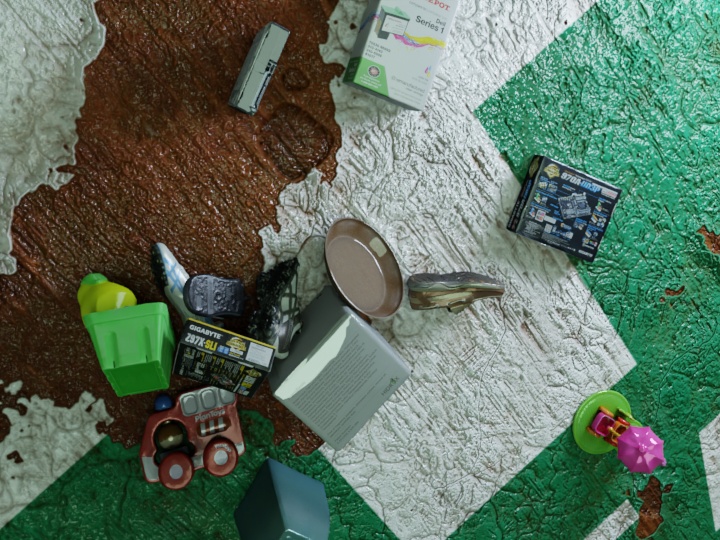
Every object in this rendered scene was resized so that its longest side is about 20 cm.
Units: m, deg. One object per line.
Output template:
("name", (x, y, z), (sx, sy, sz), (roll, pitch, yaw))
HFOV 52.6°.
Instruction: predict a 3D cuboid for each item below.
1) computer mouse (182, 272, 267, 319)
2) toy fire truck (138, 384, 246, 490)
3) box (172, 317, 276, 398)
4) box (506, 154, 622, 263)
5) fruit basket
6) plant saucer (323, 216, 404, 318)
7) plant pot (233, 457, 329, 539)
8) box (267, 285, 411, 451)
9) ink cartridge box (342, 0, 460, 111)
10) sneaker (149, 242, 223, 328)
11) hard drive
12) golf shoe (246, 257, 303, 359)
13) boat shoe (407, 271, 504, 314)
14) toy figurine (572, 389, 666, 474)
("computer mouse", (-0.239, 0.078, 1.297), (0.198, 0.045, 0.144), (-2, 85, -49))
("toy fire truck", (-0.313, 0.306, 1.356), (0.196, 0.112, 0.172), (-13, 82, -12))
("box", (-0.243, 0.159, 1.275), (0.157, 0.200, 0.050), (18, 63, -10))
("box", (0.410, -0.122, 1.465), (0.196, 0.046, 0.162), (18, 98, -18))
("fruit basket", (-0.402, 0.094, 1.251), (0.152, 0.216, 0.221), (-8, 105, -12))
("plant saucer", (0.000, 0.000, 1.337), (0.036, 0.202, 0.200), (-30, 116, 37))
("plant pot", (-0.142, 0.489, 1.383), (0.140, 0.200, 0.143), (30, 95, -19))
("box", (-0.050, 0.172, 1.332), (0.200, 0.199, 0.171), (-45, 109, -1))
("ink cartridge box", (0.071, -0.405, 1.290), (0.142, 0.084, 0.204), (17, 98, -18))
("sneaker", (-0.314, 0.036, 1.306), (0.072, 0.071, 0.203), (-35, 109, -29))
("hard drive", (-0.170, -0.325, 1.184), (0.037, 0.200, 0.142), (22, 98, -18))
("golf shoe", (-0.142, 0.068, 1.314), (0.076, 0.202, 0.095), (-12, 132, 30))
("boat shoe", (0.186, 0.046, 1.437), (0.195, 0.076, 0.073), (1, 107, -5))
("toy figurine", (0.582, 0.372, 1.554), (0.198, 0.184, 0.152), (30, 94, -20))
